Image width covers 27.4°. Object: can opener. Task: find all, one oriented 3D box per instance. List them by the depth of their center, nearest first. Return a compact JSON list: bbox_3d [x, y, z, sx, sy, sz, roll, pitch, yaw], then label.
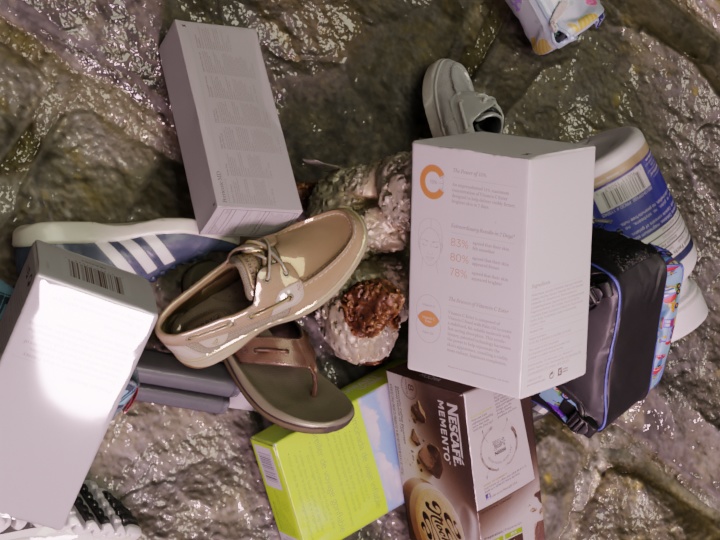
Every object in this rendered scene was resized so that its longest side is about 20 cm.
[{"bbox_3d":[-0.130,0.096,1.320,0.200,0.053,0.067,8,46,-31],"label":"can opener"}]

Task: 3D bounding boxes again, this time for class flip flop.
[{"bbox_3d":[-0.080,0.062,1.301,0.081,0.058,0.200,-24,69,-46],"label":"flip flop"}]

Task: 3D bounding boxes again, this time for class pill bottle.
[{"bbox_3d":[0.261,-0.029,1.458,0.120,0.120,0.200,-35,106,-28],"label":"pill bottle"}]

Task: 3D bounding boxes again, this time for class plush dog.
[{"bbox_3d":[0.000,0.000,1.349,0.160,0.200,0.172,-1,72,3],"label":"plush dog"}]

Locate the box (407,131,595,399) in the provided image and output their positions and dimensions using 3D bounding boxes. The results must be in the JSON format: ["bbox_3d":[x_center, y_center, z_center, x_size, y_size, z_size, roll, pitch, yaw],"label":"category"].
[{"bbox_3d":[0.117,-0.009,1.247,0.097,0.124,0.200,-14,110,-46],"label":"box"}]

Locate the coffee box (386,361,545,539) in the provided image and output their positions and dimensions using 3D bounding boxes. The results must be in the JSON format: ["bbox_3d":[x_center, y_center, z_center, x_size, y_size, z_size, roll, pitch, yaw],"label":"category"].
[{"bbox_3d":[0.098,0.180,1.340,0.080,0.113,0.200,-18,109,-33],"label":"coffee box"}]

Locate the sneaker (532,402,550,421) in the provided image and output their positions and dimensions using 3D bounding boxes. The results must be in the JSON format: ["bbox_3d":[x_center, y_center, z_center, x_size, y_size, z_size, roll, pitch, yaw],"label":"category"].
[{"bbox_3d":[0.178,0.064,1.489,0.116,0.075,0.200,54,52,-8],"label":"sneaker"}]

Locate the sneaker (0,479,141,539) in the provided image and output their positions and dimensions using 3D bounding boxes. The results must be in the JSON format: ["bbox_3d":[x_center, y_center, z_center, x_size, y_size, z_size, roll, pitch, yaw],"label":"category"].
[{"bbox_3d":[-0.275,0.212,1.211,0.200,0.075,0.081,12,111,-38],"label":"sneaker"}]

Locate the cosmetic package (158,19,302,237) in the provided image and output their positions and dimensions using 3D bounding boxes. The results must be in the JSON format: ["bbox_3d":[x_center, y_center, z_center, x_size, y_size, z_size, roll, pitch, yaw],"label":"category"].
[{"bbox_3d":[-0.117,-0.125,1.304,0.082,0.051,0.200,3,58,-31],"label":"cosmetic package"}]

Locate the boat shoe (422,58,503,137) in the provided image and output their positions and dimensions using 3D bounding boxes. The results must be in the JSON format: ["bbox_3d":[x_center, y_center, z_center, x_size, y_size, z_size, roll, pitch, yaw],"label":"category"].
[{"bbox_3d":[0.108,-0.134,1.427,0.072,0.068,0.200,36,37,-36],"label":"boat shoe"}]

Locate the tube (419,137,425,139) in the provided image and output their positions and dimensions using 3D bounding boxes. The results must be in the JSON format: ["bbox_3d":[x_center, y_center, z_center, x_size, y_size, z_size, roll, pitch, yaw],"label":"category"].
[{"bbox_3d":[0.145,-0.078,1.497,0.200,0.058,0.052,13,110,-26],"label":"tube"}]

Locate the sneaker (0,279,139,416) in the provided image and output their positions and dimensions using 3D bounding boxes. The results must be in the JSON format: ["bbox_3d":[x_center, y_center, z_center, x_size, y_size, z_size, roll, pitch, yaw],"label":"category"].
[{"bbox_3d":[-0.253,0.044,1.200,0.095,0.079,0.200,-32,121,6],"label":"sneaker"}]

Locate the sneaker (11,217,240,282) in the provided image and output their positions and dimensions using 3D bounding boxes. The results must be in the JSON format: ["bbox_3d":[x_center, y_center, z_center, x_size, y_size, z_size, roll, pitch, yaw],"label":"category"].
[{"bbox_3d":[-0.199,-0.001,1.276,0.200,0.075,0.085,-3,91,-24],"label":"sneaker"}]

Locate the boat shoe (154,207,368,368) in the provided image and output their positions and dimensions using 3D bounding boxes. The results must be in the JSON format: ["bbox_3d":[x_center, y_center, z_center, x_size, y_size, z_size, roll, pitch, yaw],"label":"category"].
[{"bbox_3d":[-0.083,0.008,1.253,0.200,0.065,0.072,-33,62,0],"label":"boat shoe"}]

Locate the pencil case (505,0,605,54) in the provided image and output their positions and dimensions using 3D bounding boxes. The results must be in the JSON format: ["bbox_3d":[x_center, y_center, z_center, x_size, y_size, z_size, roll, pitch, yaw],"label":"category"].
[{"bbox_3d":[0.166,-0.319,1.513,0.200,0.083,0.091,56,40,-11],"label":"pencil case"}]

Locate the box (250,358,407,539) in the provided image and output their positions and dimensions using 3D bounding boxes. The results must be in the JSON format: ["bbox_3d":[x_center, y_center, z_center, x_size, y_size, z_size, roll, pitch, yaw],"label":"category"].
[{"bbox_3d":[0.004,0.167,1.370,0.200,0.048,0.122,-25,110,-31],"label":"box"}]

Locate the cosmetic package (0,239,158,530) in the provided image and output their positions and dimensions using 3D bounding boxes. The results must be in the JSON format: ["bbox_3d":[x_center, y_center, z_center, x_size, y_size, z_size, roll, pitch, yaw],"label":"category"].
[{"bbox_3d":[-0.241,0.090,1.139,0.102,0.074,0.200,22,106,-22],"label":"cosmetic package"}]

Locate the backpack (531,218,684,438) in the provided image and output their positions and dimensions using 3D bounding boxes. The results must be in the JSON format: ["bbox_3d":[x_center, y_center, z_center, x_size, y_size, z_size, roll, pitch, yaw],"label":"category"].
[{"bbox_3d":[0.177,0.033,1.375,0.134,0.200,0.183,-26,128,-41],"label":"backpack"}]
